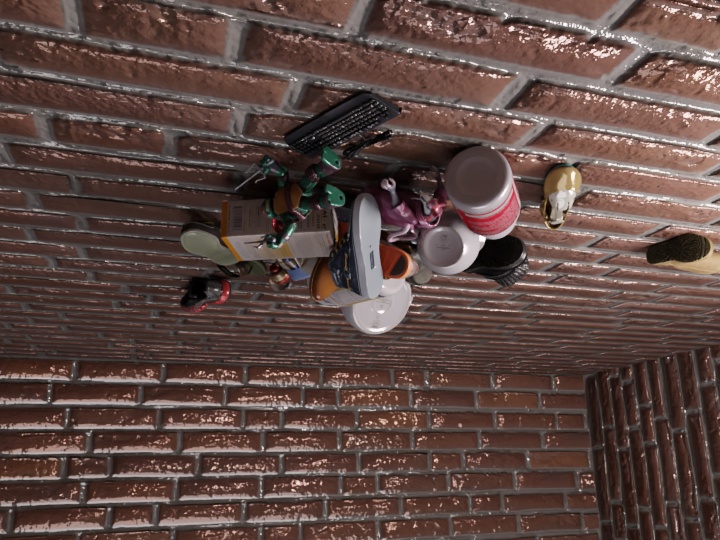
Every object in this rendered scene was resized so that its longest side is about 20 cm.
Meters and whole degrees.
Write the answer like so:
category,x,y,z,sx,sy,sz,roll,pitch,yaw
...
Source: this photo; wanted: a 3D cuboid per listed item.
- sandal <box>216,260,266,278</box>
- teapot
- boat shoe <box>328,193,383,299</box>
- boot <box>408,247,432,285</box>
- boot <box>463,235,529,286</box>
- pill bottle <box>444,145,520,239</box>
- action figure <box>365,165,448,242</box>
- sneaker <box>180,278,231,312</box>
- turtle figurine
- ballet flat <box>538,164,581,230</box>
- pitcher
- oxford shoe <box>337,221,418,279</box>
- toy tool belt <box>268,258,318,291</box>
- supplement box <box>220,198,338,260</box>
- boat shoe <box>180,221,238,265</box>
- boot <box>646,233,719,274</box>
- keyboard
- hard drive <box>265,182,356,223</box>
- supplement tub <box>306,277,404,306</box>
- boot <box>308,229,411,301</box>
category,x,y,z,sx,sy,sz,roll,pitch,yaw
sandal,-0.309,-0.013,1.620,0.079,0.058,0.200,-13,160,35
teapot,0.026,0.055,1.722,0.146,0.197,0.201,38,161,56
boat shoe,-0.016,-0.045,1.207,0.090,0.202,0.071,14,-147,31
boot,0.169,-0.020,1.625,0.129,0.068,0.200,-15,160,23
boot,0.350,-0.020,1.594,0.157,0.080,0.210,17,167,-30
pill bottle,0.219,-0.126,1.183,0.111,0.114,0.200,-7,162,18
action figure,0.083,-0.102,1.181,0.133,0.151,0.200,-12,-163,-24
sneaker,-0.444,0.066,1.852,0.199,0.072,0.097,-18,157,40
turtle figurine,-0.118,-0.120,1.111,0.199,0.151,0.100,-19,177,32
ballet flat,0.375,-0.130,1.266,0.068,0.064,0.200,-4,163,9
pitcher,0.157,-0.061,1.356,0.170,0.123,0.200,2,-170,16
oxford shoe,0.021,-0.034,1.294,0.199,0.072,0.073,30,-170,28
toy tool belt,-0.144,-0.045,1.471,0.198,0.126,0.123,-16,127,33
supplement box,-0.144,-0.076,1.244,0.197,0.074,0.126,-3,161,3
boat shoe,-0.320,-0.067,1.434,0.071,0.061,0.201,-18,160,12
boot,0.813,-0.036,1.617,0.198,0.067,0.175,9,173,-28
keyboard,-0.016,-0.212,1.047,0.126,0.021,0.199,15,158,-42
hard drive,-0.086,-0.119,1.310,0.198,0.043,0.135,9,160,-29
supplement tub,-0.012,0.001,1.535,0.199,0.146,0.144,-15,159,39
boot,0.000,0.000,1.368,0.154,0.200,0.077,24,152,39
